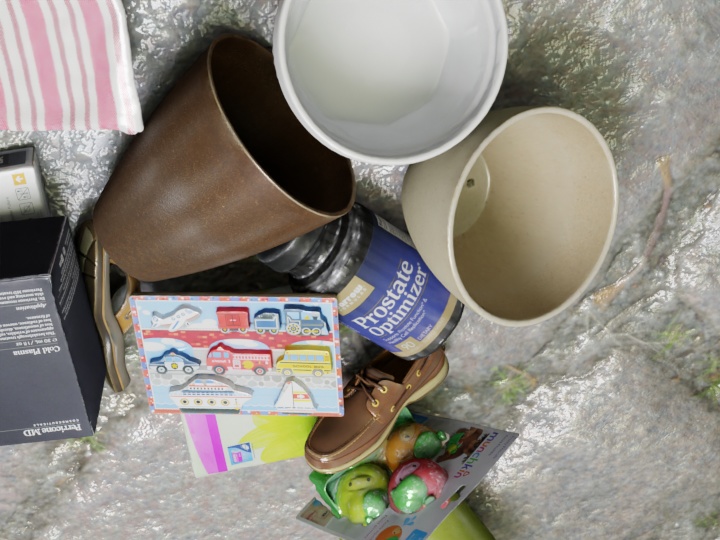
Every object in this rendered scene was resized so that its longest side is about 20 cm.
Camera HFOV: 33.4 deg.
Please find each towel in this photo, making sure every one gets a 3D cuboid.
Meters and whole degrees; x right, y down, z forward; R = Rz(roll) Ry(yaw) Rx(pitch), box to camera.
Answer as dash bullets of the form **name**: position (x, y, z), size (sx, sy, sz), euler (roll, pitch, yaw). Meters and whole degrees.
- **towel**: position (-0.287, -0.181, 1.009), size (0.200, 0.030, 0.146), euler (3, 125, 13)

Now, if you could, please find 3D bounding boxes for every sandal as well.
- **sandal**: position (-0.241, 0.033, 1.176), size (0.055, 0.082, 0.200), euler (-18, 125, -21)

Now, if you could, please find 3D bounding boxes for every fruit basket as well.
- **fruit basket**: position (0.042, 0.212, 1.250), size (0.185, 0.200, 0.094), euler (-43, 109, -24)

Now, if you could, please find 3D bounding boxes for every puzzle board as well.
- **puzzle board**: position (-0.118, 0.086, 1.173), size (0.200, 0.017, 0.151), euler (1, 125, 5)

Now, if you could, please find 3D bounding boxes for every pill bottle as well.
- **pill bottle**: position (0.000, 0.000, 1.187), size (0.200, 0.112, 0.112), euler (31, 111, -29)

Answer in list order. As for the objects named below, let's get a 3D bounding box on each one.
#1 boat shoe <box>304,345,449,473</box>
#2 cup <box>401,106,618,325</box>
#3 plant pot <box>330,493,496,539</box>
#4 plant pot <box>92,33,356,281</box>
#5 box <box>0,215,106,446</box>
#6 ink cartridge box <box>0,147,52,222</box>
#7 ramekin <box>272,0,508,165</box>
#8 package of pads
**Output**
- **boat shoe**: position (0.013, 0.128, 1.256), size (0.200, 0.072, 0.068), euler (-41, 141, -25)
- **cup**: position (0.121, -0.063, 1.128), size (0.200, 0.143, 0.200), euler (-10, 109, -31)
- **plant pot**: position (0.063, 0.323, 1.382), size (0.200, 0.200, 0.193), euler (-25, 113, 4)
- **plant pot**: position (-0.139, -0.077, 1.078), size (0.200, 0.187, 0.187), euler (-34, 125, 25)
- **box**: position (-0.351, 0.061, 1.087), size (0.200, 0.104, 0.182), euler (-5, 123, -1)
- **ink cartridge box**: position (-0.384, -0.007, 1.133), size (0.200, 0.043, 0.198), euler (-10, 124, -7)
- **ramekin**: position (0.017, -0.193, 1.035), size (0.200, 0.105, 0.200), euler (-2, 99, -13)
- **package of pads**: position (-0.117, 0.118, 1.263), size (0.154, 0.068, 0.200), euler (-11, 125, -5)
